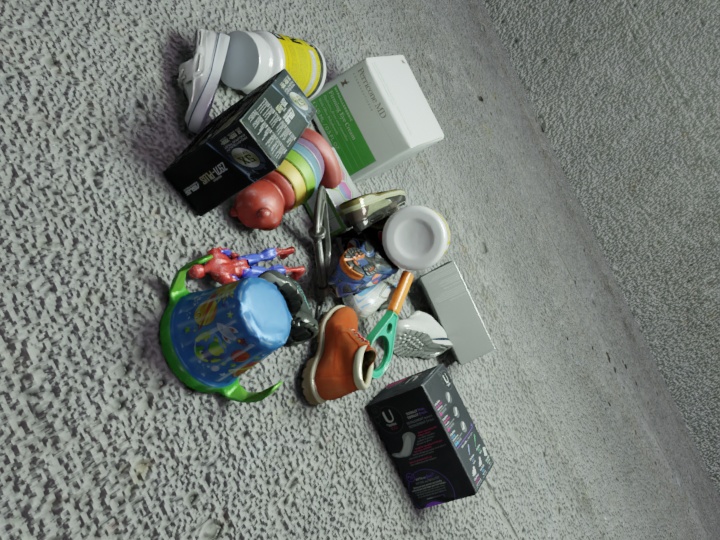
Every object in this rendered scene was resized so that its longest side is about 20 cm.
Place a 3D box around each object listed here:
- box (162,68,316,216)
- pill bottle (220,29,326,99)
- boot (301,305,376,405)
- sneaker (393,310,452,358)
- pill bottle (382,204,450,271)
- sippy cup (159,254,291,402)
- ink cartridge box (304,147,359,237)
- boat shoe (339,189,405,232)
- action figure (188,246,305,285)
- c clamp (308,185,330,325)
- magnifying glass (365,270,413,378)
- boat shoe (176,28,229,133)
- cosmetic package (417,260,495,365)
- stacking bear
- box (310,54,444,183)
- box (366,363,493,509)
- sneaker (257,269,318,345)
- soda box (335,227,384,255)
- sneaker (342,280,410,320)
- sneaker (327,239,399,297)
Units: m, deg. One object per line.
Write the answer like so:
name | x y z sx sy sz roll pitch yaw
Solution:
box | -0.175 -0.194 1.115 0.086 0.163 0.200 51 32 -21
pill bottle | -0.157 -0.362 1.321 0.200 0.114 0.115 -16 81 -60
boot | -0.016 0.124 1.176 0.075 0.107 0.200 58 28 -31
sneaker | 0.103 0.116 1.425 0.200 0.076 0.081 25 40 -58
pill bottle | 0.105 -0.060 1.346 0.113 0.112 0.200 65 9 1
sippy cup | -0.165 0.074 0.960 0.178 0.130 0.140 41 36 -34
ink cartridge box | -0.070 -0.165 1.363 0.201 0.059 0.104 62 30 -4
boat shoe | 0.028 -0.107 1.353 0.201 0.071 0.066 -20 96 -61
action figure | -0.170 -0.003 1.095 0.200 0.052 0.066 -3 64 -53
c clamp | -0.061 -0.028 1.210 0.171 0.027 0.201 -81 171 -50
magnifying glass | 0.050 0.094 1.307 0.080 0.022 0.201 47 58 -50
boat shoe | -0.257 -0.301 1.177 0.065 0.074 0.201 16 54 -15
cosmetic package | 0.196 0.088 1.537 0.201 0.090 0.107 63 0 0
stacking bear | -0.130 -0.137 1.202 0.200 0.121 0.114 -55 146 -43
box | 0.032 -0.309 1.522 0.200 0.171 0.200 62 29 -3
box | 0.119 0.280 1.262 0.201 0.122 0.106 63 30 -2
sneaker | -0.119 0.043 1.086 0.200 0.075 0.080 71 -4 -62
soda box | 0.038 -0.048 1.443 0.200 0.063 0.071 -5 71 -59
sneaker | 0.031 0.039 1.362 0.073 0.072 0.200 60 26 7
sneaker | 0.000 0.000 1.263 0.075 0.078 0.200 50 22 14
